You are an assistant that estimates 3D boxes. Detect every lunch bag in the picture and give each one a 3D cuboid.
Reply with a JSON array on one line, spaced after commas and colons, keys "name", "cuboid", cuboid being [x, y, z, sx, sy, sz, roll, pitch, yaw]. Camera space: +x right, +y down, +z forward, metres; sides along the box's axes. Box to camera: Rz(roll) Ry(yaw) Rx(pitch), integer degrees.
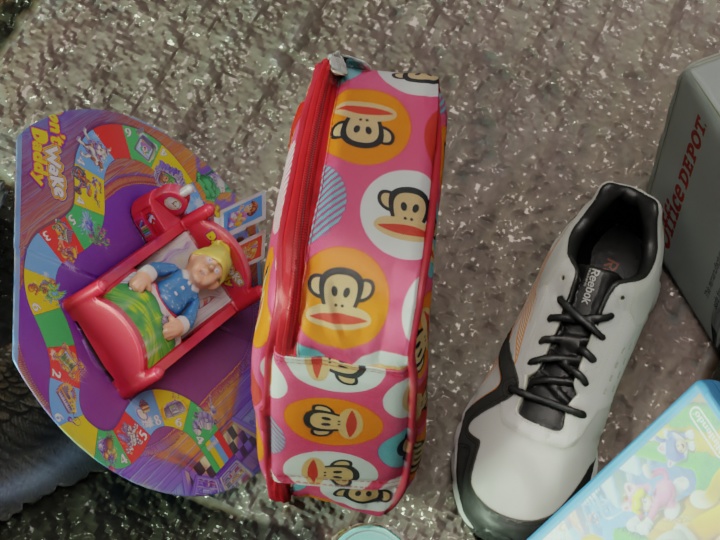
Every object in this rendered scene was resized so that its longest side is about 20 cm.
[{"name": "lunch bag", "cuboid": [0.000, 0.000, 1.058, 0.081, 0.201, 0.177, 8, 56, 1]}]

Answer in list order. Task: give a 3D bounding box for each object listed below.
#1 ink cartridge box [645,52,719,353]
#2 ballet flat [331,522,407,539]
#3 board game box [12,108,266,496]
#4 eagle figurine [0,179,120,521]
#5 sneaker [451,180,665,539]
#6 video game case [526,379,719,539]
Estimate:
[{"name": "ink cartridge box", "cuboid": [0.226, 0.002, 1.095, 0.083, 0.147, 0.201, -21, 63, -16]}, {"name": "ballet flat", "cuboid": [0.030, 0.206, 0.971, 0.075, 0.064, 0.201, -21, 66, -7]}, {"name": "board game box", "cuboid": [-0.092, 0.005, 1.087, 0.157, 0.039, 0.201, 24, 50, -39]}, {"name": "eagle figurine", "cuboid": [-0.201, 0.049, 1.082, 0.200, 0.150, 0.153, -31, 103, -56]}, {"name": "sneaker", "cuboid": [0.097, 0.041, 1.108, 0.073, 0.080, 0.201, 18, 62, 7]}, {"name": "video game case", "cuboid": [0.117, 0.164, 0.956, 0.018, 0.200, 0.144, 5, 46, -51]}]
